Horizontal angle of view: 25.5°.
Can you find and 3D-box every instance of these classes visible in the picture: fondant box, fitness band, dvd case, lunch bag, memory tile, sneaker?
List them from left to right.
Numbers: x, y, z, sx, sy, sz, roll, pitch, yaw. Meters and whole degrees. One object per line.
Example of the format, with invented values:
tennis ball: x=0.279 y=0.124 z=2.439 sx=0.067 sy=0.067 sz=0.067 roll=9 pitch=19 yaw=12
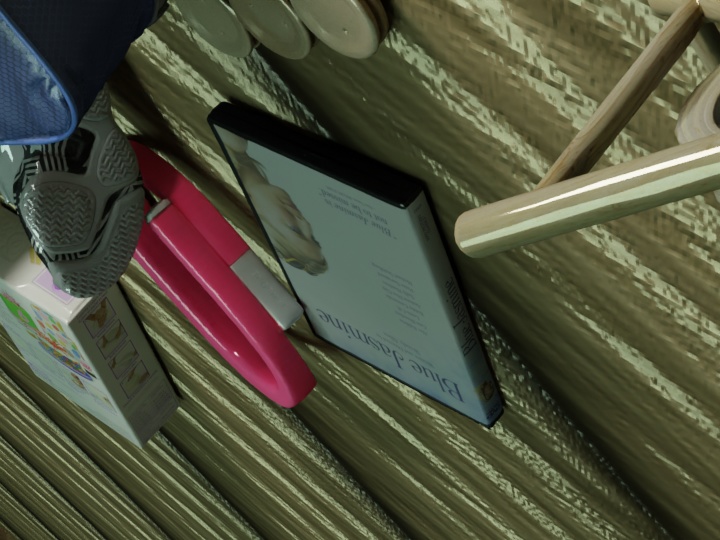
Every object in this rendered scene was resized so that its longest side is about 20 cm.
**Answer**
lunch bag: x=-0.178 y=-0.141 z=0.697 sx=0.200 sy=0.132 sz=0.136 roll=1 pitch=137 yaw=39
sneaker: x=-0.193 y=-0.086 z=0.932 sx=0.115 sy=0.075 sz=0.200 roll=21 pitch=130 yaw=51
fondant box: x=-0.244 y=0.049 z=1.343 sx=0.144 sy=0.058 sz=0.200 roll=29 pitch=157 yaw=29
memory tile: x=-0.078 y=-0.171 z=0.683 sx=0.153 sy=0.017 sz=0.200 roll=9 pitch=143 yaw=55
fitness band: x=-0.099 y=0.004 z=1.006 sx=0.200 sy=0.037 sz=0.144 roll=50 pitch=163 yaw=-6
dvd case: x=0.000 y=0.000 z=0.876 sx=0.143 sy=0.018 sz=0.200 roll=25 pitch=154 yaw=35

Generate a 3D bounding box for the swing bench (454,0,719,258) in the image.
swing bench: x=0.174 y=0.014 z=0.458 sx=0.200 sy=0.130 sz=0.199 roll=0 pitch=134 yaw=53
